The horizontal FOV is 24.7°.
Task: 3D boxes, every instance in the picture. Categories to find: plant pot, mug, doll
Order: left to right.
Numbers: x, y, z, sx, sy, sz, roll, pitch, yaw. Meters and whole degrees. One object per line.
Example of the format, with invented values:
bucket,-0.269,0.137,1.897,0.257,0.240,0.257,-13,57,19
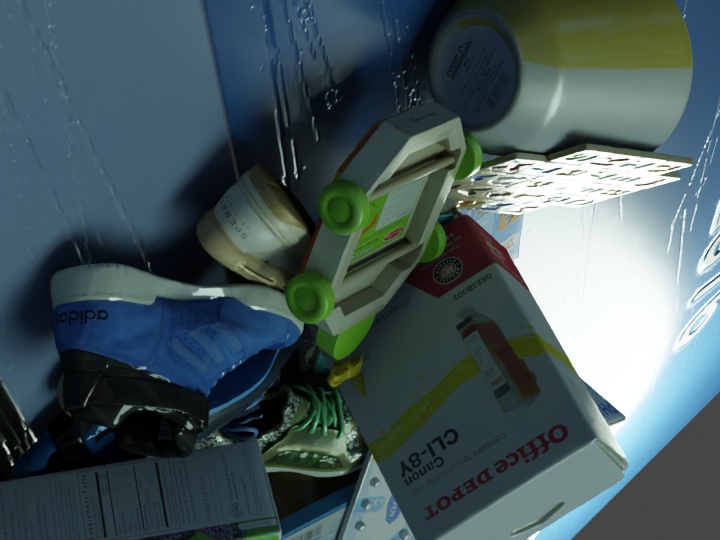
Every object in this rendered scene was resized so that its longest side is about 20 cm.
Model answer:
doll,-0.176,0.123,1.130,0.136,0.048,0.200,-32,148,-21
plant pot,-0.004,0.137,1.343,0.200,0.027,0.200,5,84,-56
mug,0.124,-0.159,1.144,0.149,0.187,0.153,-8,-179,45

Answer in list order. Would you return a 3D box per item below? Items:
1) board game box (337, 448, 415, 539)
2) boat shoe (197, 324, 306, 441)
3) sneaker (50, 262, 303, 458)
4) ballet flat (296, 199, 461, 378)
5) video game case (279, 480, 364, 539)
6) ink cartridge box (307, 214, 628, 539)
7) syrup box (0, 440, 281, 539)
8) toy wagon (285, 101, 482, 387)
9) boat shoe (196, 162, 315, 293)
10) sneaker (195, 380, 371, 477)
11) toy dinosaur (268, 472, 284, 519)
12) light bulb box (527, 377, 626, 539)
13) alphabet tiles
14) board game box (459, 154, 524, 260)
board game box,0.075,0.182,1.308,0.200,0.026,0.200,1,115,-41
boat shoe,-0.086,0.077,1.129,0.200,0.084,0.069,-36,146,-54
sneaker,-0.109,0.063,1.021,0.077,0.111,0.200,-12,166,34
ballet flat,0.000,0.000,1.223,0.072,0.072,0.200,-22,155,-49
video game case,-0.028,0.259,1.307,0.143,0.018,0.200,-22,132,-39
ink cartridge box,0.073,0.086,1.146,0.145,0.200,0.083,-34,149,10
syrup box,-0.157,0.180,1.090,0.200,0.082,0.079,-9,139,-11
toy wagon,0.007,-0.013,1.075,0.155,0.040,0.200,-27,145,-53
boat shoe,-0.062,-0.013,1.099,0.069,0.074,0.200,-34,160,2
sneaker,-0.047,0.112,1.218,0.200,0.077,0.089,-9,161,-20
toy dinosaur,-0.066,0.184,1.392,0.086,0.135,0.200,51,48,-41
light bulb box,0.094,0.149,1.483,0.198,0.200,0.125,-56,157,22
alphabet tiles,0.138,-0.064,1.196,0.166,0.006,0.200,-16,168,42
board game box,0.074,-0.045,1.309,0.151,0.037,0.200,-36,148,-28
